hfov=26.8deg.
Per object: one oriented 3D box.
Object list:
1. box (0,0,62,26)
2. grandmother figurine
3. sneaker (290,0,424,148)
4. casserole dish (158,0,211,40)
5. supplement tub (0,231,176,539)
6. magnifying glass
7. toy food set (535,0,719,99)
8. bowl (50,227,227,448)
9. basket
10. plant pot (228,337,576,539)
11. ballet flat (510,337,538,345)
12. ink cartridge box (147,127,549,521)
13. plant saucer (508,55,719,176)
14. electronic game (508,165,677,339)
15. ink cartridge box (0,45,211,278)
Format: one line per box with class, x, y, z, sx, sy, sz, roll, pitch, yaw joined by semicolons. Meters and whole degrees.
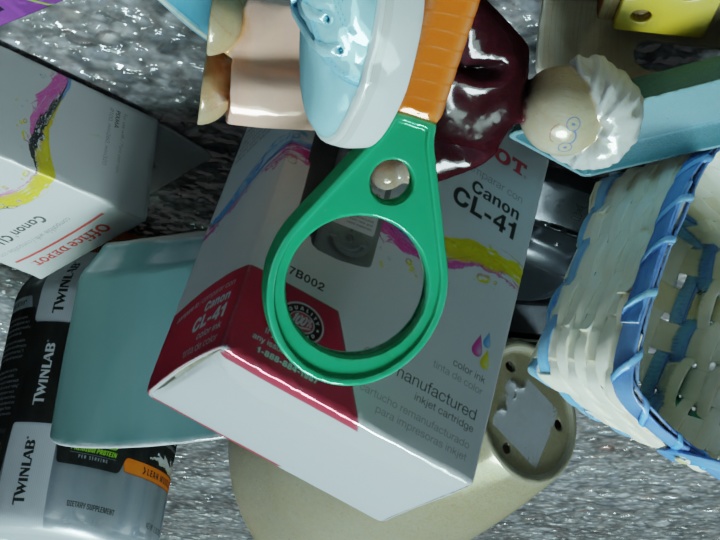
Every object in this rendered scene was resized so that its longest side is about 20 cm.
box;-0.154;-0.168;0.590;0.199;0.036;0.143;-15;128;32
grandmother figurine;0.029;-0.080;0.678;0.199;0.061;0.121;7;145;-6
sneaker;-0.020;-0.139;0.557;0.081;0.074;0.201;-4;119;-17
casserole dish;-0.057;-0.150;0.663;0.121;0.039;0.200;-10;152;28
supplement tub;-0.174;0.081;0.974;0.122;0.201;0.123;7;161;2
magnifying glass;0.015;-0.047;0.643;0.079;0.201;0.022;16;-168;-14
toy food set;0.161;-0.133;0.640;0.143;0.061;0.200;5;155;-3
bowl;-0.080;0.029;0.845;0.200;0.106;0.201;-8;-178;0
basket;0.196;0.018;0.763;0.139;0.177;0.200;31;166;-27
plant pot;0.043;0.115;1.027;0.187;0.188;0.200;23;151;-36
ballet flat;0.118;0.070;1.103;0.200;0.068;0.062;-27;114;42
ink cartridge box;0.000;0.000;0.753;0.147;0.201;0.086;29;148;-20
plant saucer;0.168;-0.079;0.706;0.199;0.019;0.070;-10;158;42
electronic game;0.096;-0.011;0.932;0.199;0.042;0.200;11;154;5
ink cartridge box;-0.195;-0.059;0.843;0.199;0.068;0.116;23;149;-36
